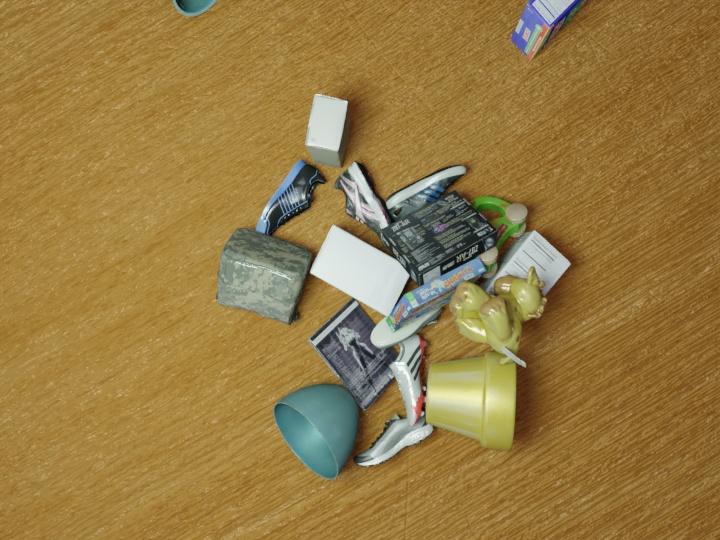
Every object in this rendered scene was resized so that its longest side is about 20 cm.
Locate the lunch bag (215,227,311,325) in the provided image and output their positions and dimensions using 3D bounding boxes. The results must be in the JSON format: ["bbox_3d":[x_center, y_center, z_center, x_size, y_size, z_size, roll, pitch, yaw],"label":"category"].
[{"bbox_3d":[-0.217,0.024,1.314,0.194,0.140,0.171,16,121,-1],"label":"lunch bag"}]

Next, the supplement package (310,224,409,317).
[{"bbox_3d":[0.000,0.000,1.325,0.196,0.117,0.120,29,91,-1],"label":"supplement package"}]

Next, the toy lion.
[{"bbox_3d":[0.246,-0.089,1.329,0.189,0.069,0.201,31,68,27],"label":"toy lion"}]

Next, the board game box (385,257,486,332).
[{"bbox_3d":[0.156,0.052,1.250,0.196,0.136,0.035,-25,73,-24],"label":"board game box"}]

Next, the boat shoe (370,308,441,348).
[{"bbox_3d":[0.104,0.126,1.320,0.198,0.063,0.072,-31,48,-29],"label":"boat shoe"}]

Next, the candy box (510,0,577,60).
[{"bbox_3d":[0.432,-0.580,1.292,0.200,0.169,0.077,-44,87,1],"label":"candy box"}]

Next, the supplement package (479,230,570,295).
[{"bbox_3d":[0.348,0.026,1.328,0.109,0.114,0.201,40,92,0],"label":"supplement package"}]

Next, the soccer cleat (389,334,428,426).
[{"bbox_3d":[0.104,0.241,1.336,0.083,0.069,0.206,8,74,-12],"label":"soccer cleat"}]

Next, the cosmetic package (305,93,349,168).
[{"bbox_3d":[-0.066,-0.292,1.278,0.071,0.200,0.107,12,91,0],"label":"cosmetic package"}]

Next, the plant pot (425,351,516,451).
[{"bbox_3d":[0.239,0.275,1.301,0.183,0.200,0.208,3,91,13],"label":"plant pot"}]

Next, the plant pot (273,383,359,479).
[{"bbox_3d":[-0.077,0.328,1.310,0.134,0.200,0.202,-38,91,-33],"label":"plant pot"}]

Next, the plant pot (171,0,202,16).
[{"bbox_3d":[-0.404,-0.696,1.283,0.194,0.200,0.202,37,91,7],"label":"plant pot"}]

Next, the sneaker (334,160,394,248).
[{"bbox_3d":[0.010,-0.139,1.354,0.085,0.080,0.204,-28,88,19],"label":"sneaker"}]

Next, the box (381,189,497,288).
[{"bbox_3d":[0.165,-0.071,1.265,0.197,0.044,0.161,-29,49,-12],"label":"box"}]

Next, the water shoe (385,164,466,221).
[{"bbox_3d":[0.155,-0.170,1.353,0.196,0.072,0.081,-25,100,6],"label":"water shoe"}]

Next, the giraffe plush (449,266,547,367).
[{"bbox_3d":[0.298,0.072,1.207,0.199,0.174,0.162,41,69,16],"label":"giraffe plush"}]

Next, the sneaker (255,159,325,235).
[{"bbox_3d":[-0.157,-0.147,1.346,0.077,0.070,0.203,34,91,4],"label":"sneaker"}]

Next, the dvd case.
[{"bbox_3d":[-0.005,0.186,1.346,0.148,0.016,0.201,-40,92,-28],"label":"dvd case"}]

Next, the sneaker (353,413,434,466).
[{"bbox_3d":[0.068,0.380,1.360,0.197,0.074,0.081,-30,82,-6],"label":"sneaker"}]
